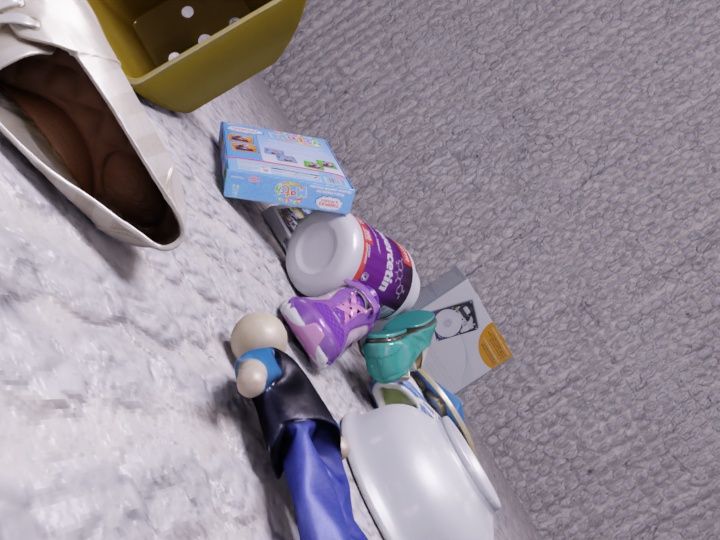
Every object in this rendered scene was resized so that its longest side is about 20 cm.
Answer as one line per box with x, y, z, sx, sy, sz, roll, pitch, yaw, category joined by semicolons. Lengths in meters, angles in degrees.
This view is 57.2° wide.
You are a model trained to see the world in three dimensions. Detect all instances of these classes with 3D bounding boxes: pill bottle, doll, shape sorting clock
0.000;0.000;0.862;0.199;0.112;0.113;26;28;-53;pill bottle
-0.038;0.098;0.394;0.137;0.048;0.201;55;5;-47;doll
0.097;0.209;0.938;0.200;0.039;0.202;45;-25;27;shape sorting clock

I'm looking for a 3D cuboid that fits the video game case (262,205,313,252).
-0.047;-0.019;0.975;0.184;0.023;0.200;58;22;4;video game case

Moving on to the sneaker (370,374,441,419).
0.075;0.210;0.825;0.201;0.076;0.077;49;8;16;sneaker

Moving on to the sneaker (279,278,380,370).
-0.022;0.047;0.701;0.081;0.088;0.200;58;5;5;sneaker

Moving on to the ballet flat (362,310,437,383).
0.051;0.099;0.829;0.199;0.066;0.072;-16;102;-69;ballet flat

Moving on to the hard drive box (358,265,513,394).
0.117;0.118;1.054;0.157;0.198;0.077;55;5;-17;hard drive box

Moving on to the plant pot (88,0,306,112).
-0.180;-0.283;0.692;0.202;0.198;0.177;57;-8;7;plant pot

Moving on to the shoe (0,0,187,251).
-0.148;-0.090;0.325;0.201;0.069;0.053;58;-5;-31;shoe

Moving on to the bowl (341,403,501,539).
0.070;0.203;0.623;0.203;0.090;0.201;57;5;-7;bowl

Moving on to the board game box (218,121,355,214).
-0.100;-0.133;0.830;0.201;0.148;0.037;-114;-145;-59;board game box
